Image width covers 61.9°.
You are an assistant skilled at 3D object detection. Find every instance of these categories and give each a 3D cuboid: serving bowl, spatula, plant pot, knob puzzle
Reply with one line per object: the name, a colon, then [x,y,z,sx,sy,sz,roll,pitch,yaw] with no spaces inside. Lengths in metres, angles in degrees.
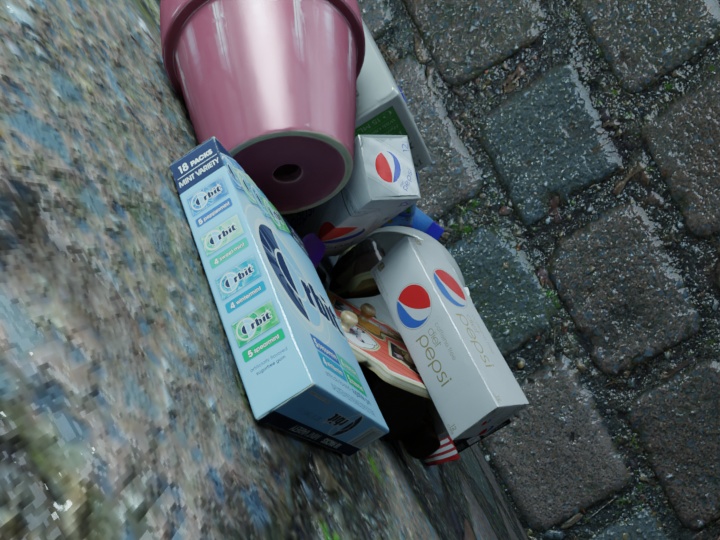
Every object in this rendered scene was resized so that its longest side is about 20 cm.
serving bowl: [0.067,0.025,0.866,0.203,0.197,0.066,60,38,-9]
spatula: [-0.056,-0.002,0.697,0.020,0.058,0.200,28,-5,4]
plant pot: [-0.082,-0.163,0.556,0.200,0.195,0.184,51,25,-63]
knob puzzle: [0.034,0.078,0.664,0.216,0.031,0.220,32,8,-5]

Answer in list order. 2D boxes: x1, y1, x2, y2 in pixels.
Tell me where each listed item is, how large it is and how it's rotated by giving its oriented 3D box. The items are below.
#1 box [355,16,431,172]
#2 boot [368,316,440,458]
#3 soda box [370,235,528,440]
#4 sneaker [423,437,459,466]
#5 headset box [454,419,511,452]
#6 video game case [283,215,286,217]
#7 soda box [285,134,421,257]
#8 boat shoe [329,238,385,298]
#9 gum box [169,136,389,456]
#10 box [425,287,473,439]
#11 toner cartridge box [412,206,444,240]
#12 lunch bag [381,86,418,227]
box: [-0.047,-0.200,0.765,0.204,0.196,0.171,66,12,24]
boot: [0.021,0.110,0.737,0.188,0.063,0.202,65,0,-48]
soda box: [0.087,0.064,0.618,0.067,0.064,0.203,10,45,-48]
sneaker: [0.112,0.226,0.937,0.118,0.076,0.200,69,25,-15]
headset box: [0.158,0.214,1.086,0.075,0.146,0.202,55,8,-45]
video game case: [-0.133,-0.162,0.901,0.185,0.022,0.200,61,5,-1]
soda box: [-0.017,-0.073,0.658,0.199,0.062,0.070,-29,-110,57]
boat shoe: [-0.001,0.000,0.773,0.201,0.070,0.068,154,-70,-77]
gum box: [-0.057,0.027,0.454,0.203,0.044,0.170,63,5,29]
box: [0.097,0.129,0.756,0.200,0.035,0.148,128,-49,-56]
toner cartridge box: [0.048,-0.089,1.041,0.043,0.096,0.200,29,11,-49]
lunch bag: [0.046,-0.176,0.952,0.152,0.091,0.205,93,3,-59]
